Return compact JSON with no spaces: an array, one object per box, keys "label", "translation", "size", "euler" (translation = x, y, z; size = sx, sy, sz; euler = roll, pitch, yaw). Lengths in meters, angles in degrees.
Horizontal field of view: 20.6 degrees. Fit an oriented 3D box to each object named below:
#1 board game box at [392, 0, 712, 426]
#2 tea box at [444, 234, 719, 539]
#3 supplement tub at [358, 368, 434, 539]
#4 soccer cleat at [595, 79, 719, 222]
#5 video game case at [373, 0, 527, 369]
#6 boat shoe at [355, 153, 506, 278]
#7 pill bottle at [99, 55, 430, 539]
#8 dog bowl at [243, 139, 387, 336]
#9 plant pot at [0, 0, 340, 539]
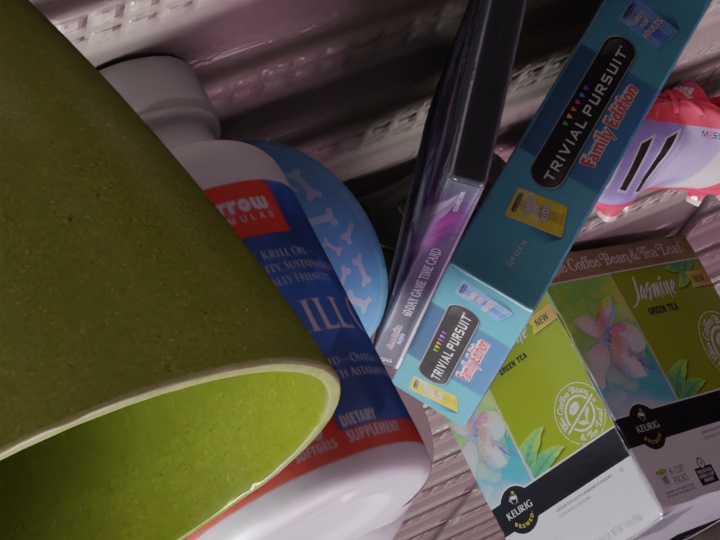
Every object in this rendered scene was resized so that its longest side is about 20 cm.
[{"label":"board game box","translation":[0.092,-0.040,0.964],"size":[0.201,0.047,0.151],"euler":[-58,175,-25]},{"label":"tea box","translation":[0.178,0.097,1.397],"size":[0.199,0.198,0.134],"euler":[-9,156,-48]},{"label":"supplement tub","translation":[-0.057,0.142,1.248],"size":[0.144,0.145,0.200],"euler":[-12,157,-42]},{"label":"soccer cleat","translation":[0.164,-0.076,1.140],"size":[0.199,0.067,0.077],"euler":[-4,120,-43]},{"label":"video game case","translation":[0.041,-0.057,0.880],"size":[0.019,0.144,0.200],"euler":[15,155,-3]},{"label":"boat shoe","translation":[0.000,0.000,1.055],"size":[0.199,0.075,0.073],"euler":[-19,161,-24]},{"label":"pill bottle","translation":[-0.062,0.019,0.794],"size":[0.112,0.201,0.112],"euler":[-26,164,-8]},{"label":"dog bowl","translation":[-0.070,0.025,0.932],"size":[0.050,0.112,0.200],"euler":[-37,174,-48]},{"label":"plant pot","translation":[-0.132,-0.009,0.606],"size":[0.186,0.201,0.187],"euler":[-25,163,-8]}]
